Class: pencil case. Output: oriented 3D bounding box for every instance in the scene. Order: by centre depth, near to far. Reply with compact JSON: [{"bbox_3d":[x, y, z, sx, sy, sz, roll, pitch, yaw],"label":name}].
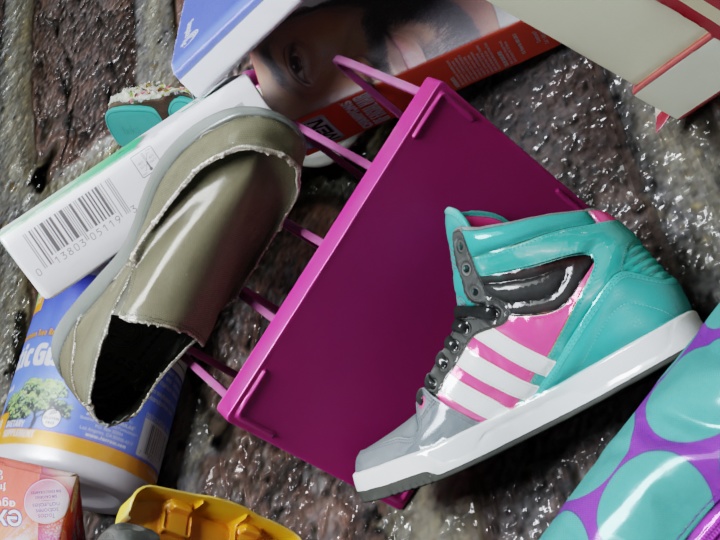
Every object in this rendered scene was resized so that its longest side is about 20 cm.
[{"bbox_3d":[0.146,0.097,0.586,0.201,0.085,0.092,-54,10,5],"label":"pencil case"}]

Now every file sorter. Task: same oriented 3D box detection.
[{"bbox_3d":[0.000,0.000,0.760,0.201,0.139,0.125,-57,38,-1],"label":"file sorter"}]

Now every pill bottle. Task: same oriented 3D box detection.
[{"bbox_3d":[-0.172,0.055,0.921,0.112,0.112,0.201,-11,58,41],"label":"pill bottle"}]

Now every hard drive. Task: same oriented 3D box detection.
[{"bbox_3d":[-0.024,-0.191,0.749,0.200,0.025,0.132,-40,23,16],"label":"hard drive"}]

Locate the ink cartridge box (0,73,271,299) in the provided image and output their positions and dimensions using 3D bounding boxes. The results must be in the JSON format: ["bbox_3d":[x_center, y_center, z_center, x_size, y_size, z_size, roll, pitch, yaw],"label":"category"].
[{"bbox_3d":[-0.137,-0.055,0.810,0.161,0.050,0.200,-35,15,-9],"label":"ink cartridge box"}]

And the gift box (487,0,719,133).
[{"bbox_3d":[0.159,-0.186,0.660,0.184,0.186,0.201,-32,38,59],"label":"gift box"}]

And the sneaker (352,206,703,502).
[{"bbox_3d":[0.062,0.030,0.685,0.199,0.084,0.121,-30,78,20],"label":"sneaker"}]

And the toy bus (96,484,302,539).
[{"bbox_3d":[-0.120,0.246,0.743,0.192,0.135,0.201,-39,38,44],"label":"toy bus"}]

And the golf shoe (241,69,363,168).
[{"bbox_3d":[-0.003,-0.168,0.913,0.201,0.091,0.075,-56,37,-1],"label":"golf shoe"}]

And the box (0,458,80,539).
[{"bbox_3d":[-0.226,0.183,0.816,0.200,0.094,0.103,115,167,-67],"label":"box"}]

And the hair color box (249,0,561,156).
[{"bbox_3d":[0.029,-0.164,0.830,0.199,0.064,0.112,-23,73,13],"label":"hair color box"}]

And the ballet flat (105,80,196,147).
[{"bbox_3d":[-0.121,-0.116,1.023,0.064,0.076,0.199,-36,36,-30],"label":"ballet flat"}]

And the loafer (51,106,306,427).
[{"bbox_3d":[-0.088,0.005,0.693,0.200,0.075,0.070,-53,37,25],"label":"loafer"}]

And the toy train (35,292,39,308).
[{"bbox_3d":[-0.238,0.083,1.028,0.056,0.042,0.201,-29,46,43],"label":"toy train"}]
